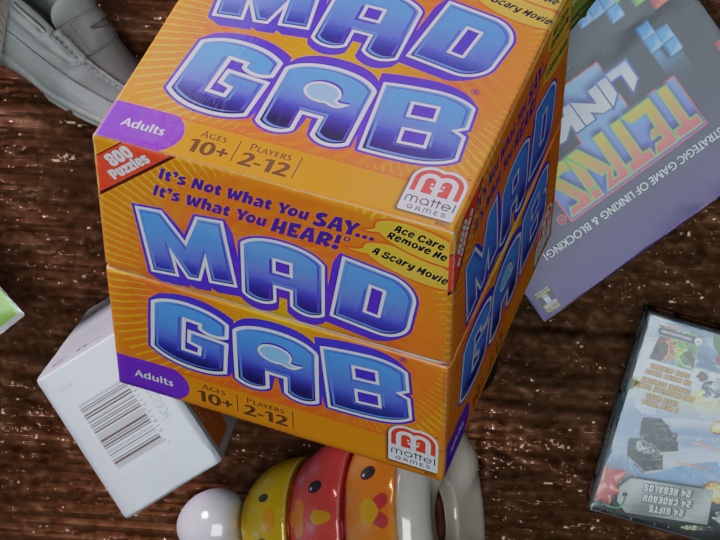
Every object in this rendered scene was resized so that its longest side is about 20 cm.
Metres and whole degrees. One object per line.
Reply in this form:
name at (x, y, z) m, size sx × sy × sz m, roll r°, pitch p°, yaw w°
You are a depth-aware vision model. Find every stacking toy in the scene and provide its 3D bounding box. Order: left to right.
stacking toy at (-0.027, 0.167, 1.577) m, size 0.199 × 0.146 × 0.147 m, roll -6°, pitch 101°, yaw 19°

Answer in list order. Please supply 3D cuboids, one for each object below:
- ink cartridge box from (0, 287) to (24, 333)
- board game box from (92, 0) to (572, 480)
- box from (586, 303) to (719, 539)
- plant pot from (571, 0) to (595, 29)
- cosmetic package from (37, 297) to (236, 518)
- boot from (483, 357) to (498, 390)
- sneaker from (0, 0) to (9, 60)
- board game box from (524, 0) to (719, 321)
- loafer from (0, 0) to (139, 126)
ink cartridge box at (-0.328, -0.014, 1.561) m, size 0.148 × 0.076 × 0.200 m, roll -37°, pitch 99°, yaw 7°
board game box at (-0.011, -0.045, 1.346) m, size 0.199 × 0.201 × 0.201 m, roll 15°, pitch 140°, yaw 14°
box at (0.262, 0.115, 1.590) m, size 0.199 × 0.040 × 0.138 m, roll 16°, pitch 100°, yaw -2°
plant pot at (0.044, -0.195, 1.441) m, size 0.193 × 0.200 × 0.201 m, roll 41°, pitch 99°, yaw 2°
cosmetic package at (-0.130, 0.069, 1.508) m, size 0.071 × 0.200 × 0.102 m, roll -31°, pitch 99°, yaw 7°
boot at (0.000, 0.000, 1.508) m, size 0.077 × 0.138 × 0.201 m, roll -34°, pitch 83°, yaw 36°
sneaker at (-0.271, -0.106, 1.493) m, size 0.084 × 0.075 × 0.201 m, roll 10°, pitch 92°, yaw 9°
board game box at (0.148, -0.093, 1.545) m, size 0.200 × 0.057 × 0.166 m, roll -36°, pitch 97°, yaw 8°
loafer at (-0.187, -0.148, 1.535) m, size 0.199 × 0.070 × 0.070 m, roll 30°, pitch 108°, yaw -4°
